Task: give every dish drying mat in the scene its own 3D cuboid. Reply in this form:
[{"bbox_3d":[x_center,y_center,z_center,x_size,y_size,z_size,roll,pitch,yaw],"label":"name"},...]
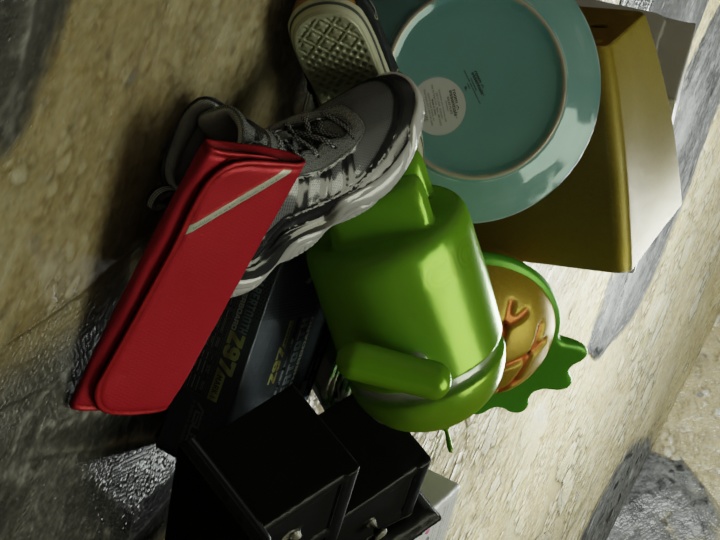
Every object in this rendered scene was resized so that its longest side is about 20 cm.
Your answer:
[{"bbox_3d":[-0.105,0.009,1.183,0.076,0.018,0.201,3,127,-43],"label":"dish drying mat"}]

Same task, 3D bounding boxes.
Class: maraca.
[{"bbox_3d":[0.102,0.053,1.595,0.200,0.136,0.108,45,26,-41],"label":"maraca"}]

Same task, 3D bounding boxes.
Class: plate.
[{"bbox_3d":[0.080,-0.133,1.407,0.202,0.199,0.026,-67,-167,0],"label":"plate"}]

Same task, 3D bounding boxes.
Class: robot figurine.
[{"bbox_3d":[0.033,0.022,1.343,0.176,0.115,0.201,-92,166,-63],"label":"robot figurine"}]

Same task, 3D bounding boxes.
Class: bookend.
[{"bbox_3d":[-0.029,0.150,1.368,0.199,0.092,0.199,-31,157,-26],"label":"bookend"}]

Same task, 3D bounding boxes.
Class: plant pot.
[{"bbox_3d":[0.156,-0.123,1.652,0.200,0.198,0.178,-42,135,-60],"label":"plant pot"}]

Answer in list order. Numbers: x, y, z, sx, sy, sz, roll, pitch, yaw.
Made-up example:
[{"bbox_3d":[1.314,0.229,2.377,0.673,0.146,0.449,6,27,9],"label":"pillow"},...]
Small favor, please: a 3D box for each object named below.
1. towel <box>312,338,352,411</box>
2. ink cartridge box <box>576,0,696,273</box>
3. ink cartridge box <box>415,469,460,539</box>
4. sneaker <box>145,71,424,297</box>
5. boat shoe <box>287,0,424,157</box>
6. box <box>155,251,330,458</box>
[{"bbox_3d":[0.000,0.000,1.501,0.153,0.023,0.202,-133,-120,-77],"label":"towel"},{"bbox_3d":[0.218,-0.132,1.851,0.148,0.143,0.201,-66,168,-52],"label":"ink cartridge box"},{"bbox_3d":[-0.036,0.237,1.578,0.200,0.145,0.148,-31,140,-62],"label":"ink cartridge box"},{"bbox_3d":[-0.046,-0.074,1.222,0.200,0.075,0.114,-40,147,-11],"label":"sneaker"},{"bbox_3d":[-0.002,-0.121,1.335,0.201,0.074,0.063,69,15,-46],"label":"boat shoe"},{"bbox_3d":[-0.064,0.035,1.408,0.158,0.051,0.201,-8,119,-69],"label":"box"}]
